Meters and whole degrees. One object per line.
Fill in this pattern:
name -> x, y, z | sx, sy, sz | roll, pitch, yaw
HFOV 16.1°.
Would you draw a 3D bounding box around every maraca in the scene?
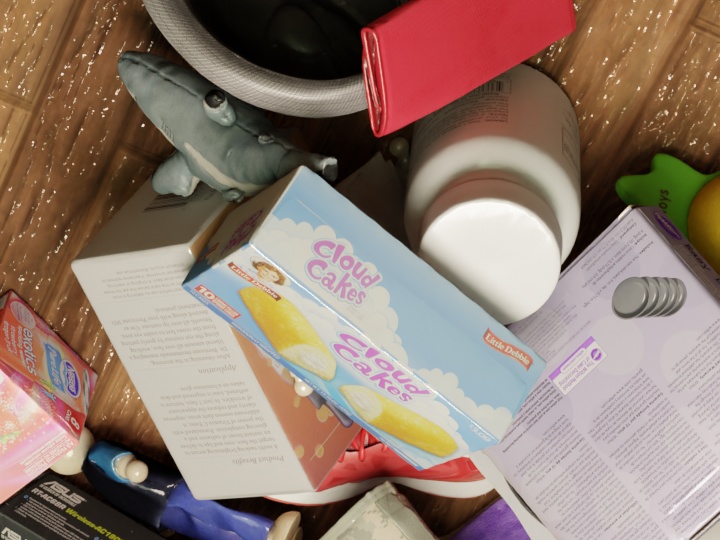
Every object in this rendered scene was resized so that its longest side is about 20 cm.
maraca -> 0.265, -0.018, 1.701 | 0.200, 0.137, 0.107 | 13, 140, -5

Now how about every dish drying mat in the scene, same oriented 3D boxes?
dish drying mat -> 0.070, -0.154, 1.618 | 0.018, 0.200, 0.077 | 11, 121, 39

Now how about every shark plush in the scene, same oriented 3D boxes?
shark plush -> -0.087, -0.081, 1.606 | 0.091, 0.200, 0.083 | -35, 126, -9

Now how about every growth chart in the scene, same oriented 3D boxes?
growth chart -> 0.000, 0.000, 1.704 | 0.018, 0.200, 0.145 | -3, 111, 41

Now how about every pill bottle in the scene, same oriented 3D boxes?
pill bottle -> 0.086, -0.049, 1.652 | 0.114, 0.200, 0.114 | 2, 117, 4

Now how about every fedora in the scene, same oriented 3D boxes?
fedora -> -0.049, -0.171, 1.642 | 0.200, 0.177, 0.090 | 30, 156, 5

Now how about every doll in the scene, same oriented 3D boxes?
doll -> -0.141, 0.164, 1.837 | 0.200, 0.048, 0.136 | 23, 160, 10

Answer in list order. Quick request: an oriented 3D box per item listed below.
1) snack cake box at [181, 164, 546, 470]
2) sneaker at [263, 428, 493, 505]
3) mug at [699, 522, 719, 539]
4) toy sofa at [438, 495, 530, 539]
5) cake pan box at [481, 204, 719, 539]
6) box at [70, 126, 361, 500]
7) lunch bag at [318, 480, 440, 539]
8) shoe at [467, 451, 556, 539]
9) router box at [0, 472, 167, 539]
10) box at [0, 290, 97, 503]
snack cake box -> 0.002, 0.033, 1.574 | 0.200, 0.067, 0.115 | 38, 155, -12
sneaker -> 0.010, 0.106, 1.786 | 0.200, 0.078, 0.116 | -3, 147, -9
mug -> 0.227, 0.076, 1.737 | 0.149, 0.153, 0.187 | -27, 112, 16
toy sofa -> 0.130, 0.211, 1.852 | 0.200, 0.083, 0.098 | -38, 111, 20
cake pan box -> 0.173, 0.089, 1.632 | 0.200, 0.052, 0.184 | -47, 72, 20
box -> -0.077, 0.030, 1.715 | 0.106, 0.152, 0.200 | -7, 120, 36
lunch bag -> 0.025, 0.255, 1.778 | 0.164, 0.118, 0.200 | 52, 135, 13
shoe -> 0.127, 0.124, 1.746 | 0.071, 0.091, 0.200 | -31, 89, 19
router box -> -0.174, 0.255, 1.838 | 0.200, 0.062, 0.150 | 25, 130, 31
box -> -0.295, 0.122, 1.818 | 0.200, 0.103, 0.095 | -37, 110, 19
